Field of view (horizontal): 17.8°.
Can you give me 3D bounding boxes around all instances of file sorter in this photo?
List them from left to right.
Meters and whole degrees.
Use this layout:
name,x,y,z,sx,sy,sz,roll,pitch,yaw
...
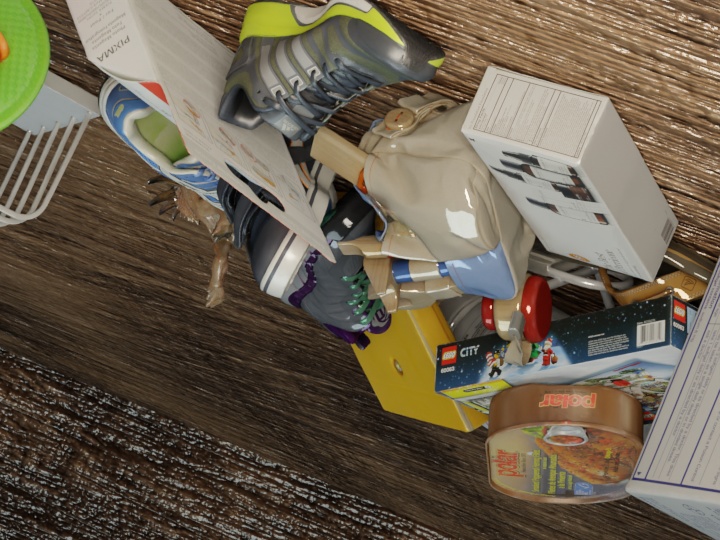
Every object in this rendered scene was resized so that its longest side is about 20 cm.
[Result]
name,x,y,z,sx,sy,sz,roll,pitch,yaw
file sorter,-0.328,-0.113,1.939,0.139,0.125,0.200,28,167,-20

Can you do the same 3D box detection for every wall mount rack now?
name,x,y,z,sx,sy,sz,roll,pitch,yaw
wall mount rack,0.115,0.007,1.720,0.200,0.075,0.174,20,-164,26

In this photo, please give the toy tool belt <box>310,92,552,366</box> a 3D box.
name,x,y,z,sx,sy,sz,roll,pitch,yaw
toy tool belt,0.047,-0.026,1.512,0.123,0.125,0.200,1,140,21

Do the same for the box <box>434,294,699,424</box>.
name,x,y,z,sx,sy,sz,roll,pitch,yaw
box,0.171,0.071,1.605,0.200,0.038,0.137,-14,154,38

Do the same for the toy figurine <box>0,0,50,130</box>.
name,x,y,z,sx,sy,sz,roll,pitch,yaw
toy figurine,-0.306,-0.209,1.560,0.200,0.150,0.184,46,159,16

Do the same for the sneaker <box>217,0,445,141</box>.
name,x,y,z,sx,sy,sz,roll,pitch,yaw
sneaker,-0.020,-0.118,1.405,0.074,0.081,0.200,30,167,-27

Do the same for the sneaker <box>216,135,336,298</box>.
name,x,y,z,sx,sy,sz,roll,pitch,yaw
sneaker,-0.064,-0.050,1.613,0.079,0.078,0.200,26,-155,-7

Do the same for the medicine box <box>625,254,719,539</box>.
name,x,y,z,sx,sy,sz,roll,pitch,yaw
medicine box,0.285,0.082,1.427,0.103,0.182,0.200,29,168,-24

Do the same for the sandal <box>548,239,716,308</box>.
name,x,y,z,sx,sy,sz,roll,pitch,yaw
sandal,0.220,0.019,1.590,0.200,0.055,0.082,23,168,8

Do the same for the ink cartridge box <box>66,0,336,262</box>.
name,x,y,z,sx,sy,sz,roll,pitch,yaw
ink cartridge box,-0.106,-0.095,1.498,0.163,0.057,0.200,37,-154,-45

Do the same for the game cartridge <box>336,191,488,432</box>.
name,x,y,z,sx,sy,sz,roll,pitch,yaw
game cartridge,0.020,0.029,1.830,0.200,0.032,0.176,65,161,-12

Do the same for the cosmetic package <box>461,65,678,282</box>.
name,x,y,z,sx,sy,sz,roll,pitch,yaw
cosmetic package,0.134,-0.057,1.443,0.083,0.051,0.200,19,167,27

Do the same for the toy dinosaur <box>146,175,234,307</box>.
name,x,y,z,sx,sy,sz,roll,pitch,yaw
toy dinosaur,-0.119,-0.067,1.856,0.136,0.086,0.200,57,163,24

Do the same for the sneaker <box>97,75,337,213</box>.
name,x,y,z,sx,sy,sz,roll,pitch,yaw
sneaker,-0.107,-0.080,1.716,0.200,0.076,0.077,26,-165,-16

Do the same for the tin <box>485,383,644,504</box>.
name,x,y,z,sx,sy,sz,roll,pitch,yaw
tin,0.145,0.125,1.646,0.112,0.042,0.200,-2,159,3

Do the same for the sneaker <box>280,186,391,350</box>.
name,x,y,z,sx,sy,sz,roll,pitch,yaw
sneaker,0.000,0.000,1.714,0.088,0.074,0.200,42,162,3

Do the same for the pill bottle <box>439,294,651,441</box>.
name,x,y,z,sx,sy,sz,roll,pitch,yaw
pill bottle,0.138,0.083,1.833,0.113,0.113,0.200,32,180,-31
